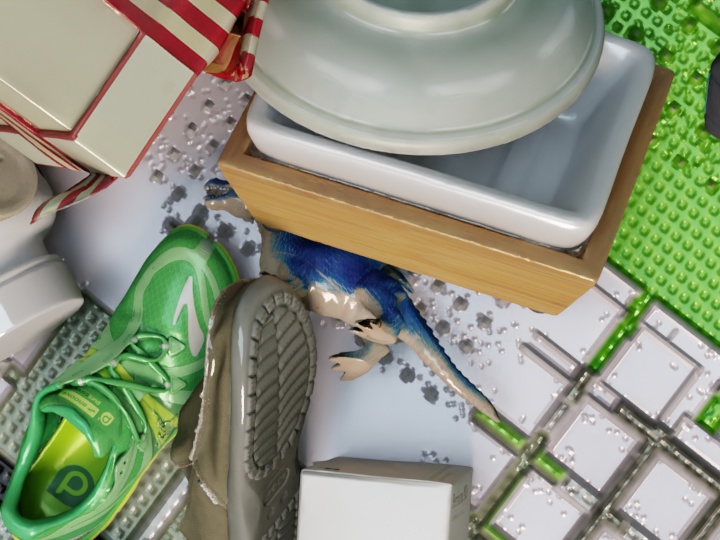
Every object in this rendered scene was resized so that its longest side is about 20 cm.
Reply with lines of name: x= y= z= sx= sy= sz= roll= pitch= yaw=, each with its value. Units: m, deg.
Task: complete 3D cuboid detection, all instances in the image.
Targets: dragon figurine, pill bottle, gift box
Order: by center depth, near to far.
gift box: x=-0.151 y=-0.139 z=1.034 sx=0.186 sy=0.184 sz=0.201 roll=35 pitch=86 yaw=-21
dragon figurine: x=0.000 y=0.000 z=1.157 sx=0.199 sy=0.059 sz=0.100 roll=24 pitch=54 yaw=5
pill bottle: x=-0.235 y=-0.048 z=1.182 sx=0.111 sy=0.111 sz=0.201 roll=-32 pitch=84 yaw=8

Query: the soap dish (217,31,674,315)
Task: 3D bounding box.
soap dish: x=0.046 y=-0.068 z=1.120 sx=0.199 sy=0.081 sz=0.158 roll=18 pitch=50 yaw=9

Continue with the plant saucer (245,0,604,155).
plant saucer: x=0.027 y=-0.145 z=1.098 sx=0.199 sy=0.050 sz=0.201 roll=2 pitch=49 yaw=-2

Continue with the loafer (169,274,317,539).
loafer: x=-0.071 y=0.085 z=1.139 sx=0.069 sy=0.075 sz=0.201 roll=22 pitch=128 yaw=21

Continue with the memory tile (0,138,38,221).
memory tile: x=-0.211 y=-0.133 z=1.156 sx=0.153 sy=0.017 sz=0.201 roll=32 pitch=57 yaw=-13

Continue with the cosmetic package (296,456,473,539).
cosmetic package: x=0.008 y=0.202 z=1.142 sx=0.084 sy=0.108 sz=0.202 roll=5 pitch=92 yaw=10

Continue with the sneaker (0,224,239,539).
sneaker: x=-0.128 y=0.070 z=1.177 sx=0.074 sy=0.084 sz=0.201 roll=31 pitch=94 yaw=9

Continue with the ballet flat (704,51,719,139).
ballet flat: x=0.266 y=-0.053 z=1.126 sx=0.199 sy=0.073 sz=0.073 roll=28 pitch=94 yaw=3
